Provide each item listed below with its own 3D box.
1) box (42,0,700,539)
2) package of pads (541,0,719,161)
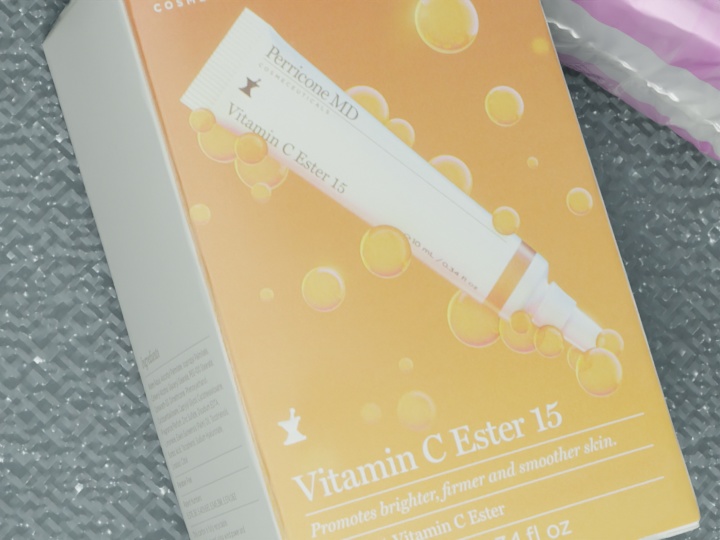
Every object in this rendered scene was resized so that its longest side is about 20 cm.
[{"bbox_3d":[0.000,0.000,0.796,0.124,0.097,0.201,-16,85,-20],"label":"box"},{"bbox_3d":[0.120,-0.145,0.874,0.120,0.076,0.200,30,72,-12],"label":"package of pads"}]
